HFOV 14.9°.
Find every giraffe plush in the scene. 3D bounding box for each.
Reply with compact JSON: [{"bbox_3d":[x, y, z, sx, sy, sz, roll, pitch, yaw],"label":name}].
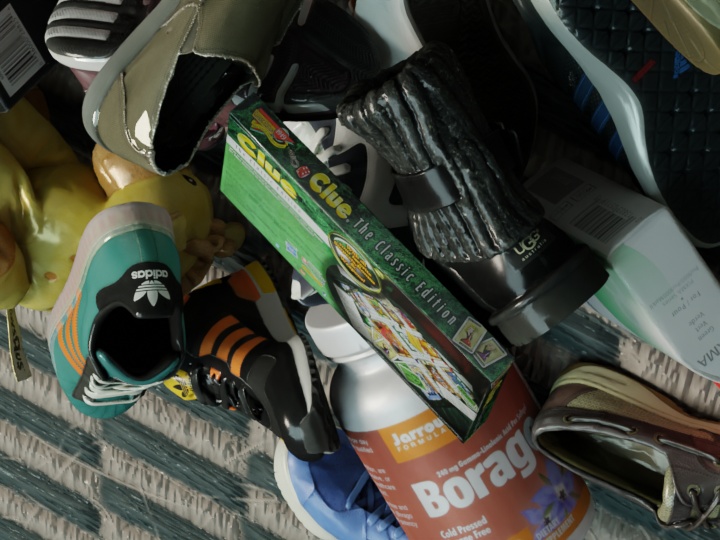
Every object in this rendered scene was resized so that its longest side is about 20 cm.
[{"bbox_3d":[-0.166,-0.035,1.716,0.161,0.173,0.201,-9,114,20],"label":"giraffe plush"}]

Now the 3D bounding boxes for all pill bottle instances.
[{"bbox_3d":[0.051,0.092,1.668,0.112,0.112,0.201,-11,117,46],"label":"pill bottle"}]

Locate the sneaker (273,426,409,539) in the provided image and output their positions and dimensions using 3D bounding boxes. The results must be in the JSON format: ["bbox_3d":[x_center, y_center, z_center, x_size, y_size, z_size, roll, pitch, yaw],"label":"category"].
[{"bbox_3d":[0.040,0.165,1.784,0.200,0.077,0.111,47,149,-16],"label":"sneaker"}]

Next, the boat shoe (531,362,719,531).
[{"bbox_3d":[0.193,0.124,1.621,0.199,0.065,0.073,22,139,21],"label":"boat shoe"}]

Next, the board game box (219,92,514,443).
[{"bbox_3d":[0.000,0.000,1.472,0.200,0.023,0.105,46,163,11],"label":"board game box"}]

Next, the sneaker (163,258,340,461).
[{"bbox_3d":[-0.074,0.068,1.692,0.200,0.090,0.070,-118,9,-59],"label":"sneaker"}]

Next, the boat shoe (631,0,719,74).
[{"bbox_3d":[0.136,-0.188,1.349,0.201,0.066,0.072,53,168,14],"label":"boat shoe"}]

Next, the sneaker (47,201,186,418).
[{"bbox_3d":[-0.146,0.046,1.659,0.071,0.080,0.200,-4,147,-14],"label":"sneaker"}]

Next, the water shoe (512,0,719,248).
[{"bbox_3d":[0.144,-0.102,1.446,0.200,0.071,0.079,57,168,-24],"label":"water shoe"}]

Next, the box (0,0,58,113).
[{"bbox_3d":[-0.275,-0.178,1.665,0.199,0.124,0.149,-3,125,44],"label":"box"}]

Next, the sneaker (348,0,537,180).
[{"bbox_3d":[0.042,-0.119,1.516,0.085,0.073,0.201,42,157,44],"label":"sneaker"}]

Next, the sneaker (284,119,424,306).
[{"bbox_3d":[-0.019,-0.047,1.575,0.199,0.130,0.079,44,143,-5],"label":"sneaker"}]

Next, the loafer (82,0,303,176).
[{"bbox_3d":[-0.063,-0.128,1.427,0.075,0.200,0.070,20,-158,-46],"label":"loafer"}]

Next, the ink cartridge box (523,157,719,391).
[{"bbox_3d":[0.173,0.039,1.503,0.200,0.050,0.161,56,173,-19],"label":"ink cartridge box"}]

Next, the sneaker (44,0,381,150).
[{"bbox_3d":[-0.071,-0.103,1.540,0.199,0.076,0.116,13,152,22],"label":"sneaker"}]

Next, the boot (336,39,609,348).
[{"bbox_3d":[0.045,-0.037,1.460,0.158,0.079,0.211,51,163,-4],"label":"boot"}]
